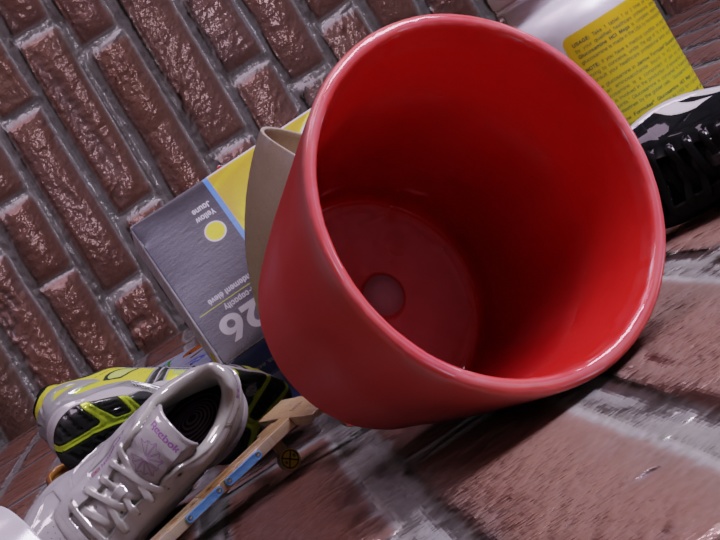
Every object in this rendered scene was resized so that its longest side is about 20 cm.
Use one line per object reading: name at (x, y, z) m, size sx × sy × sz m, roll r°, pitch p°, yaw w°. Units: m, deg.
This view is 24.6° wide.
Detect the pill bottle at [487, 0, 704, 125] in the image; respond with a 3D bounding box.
pill bottle at (0.168, -0.133, 1.144) m, size 0.112 × 0.201 × 0.112 m, roll -31°, pitch 5°, yaw 3°

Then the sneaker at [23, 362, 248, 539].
sneaker at (-0.150, 0.130, 1.043) m, size 0.200 × 0.075 × 0.100 m, roll -48°, pitch -7°, yaw -18°

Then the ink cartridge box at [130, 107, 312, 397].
ink cartridge box at (-0.045, -0.006, 1.263) m, size 0.197 × 0.201 × 0.047 m, roll -33°, pitch -25°, yaw -11°

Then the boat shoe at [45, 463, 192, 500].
boat shoe at (-0.188, 0.164, 1.218) m, size 0.072 × 0.068 × 0.200 m, roll -34°, pitch 5°, yaw -30°

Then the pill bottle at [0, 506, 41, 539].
pill bottle at (-0.250, 0.212, 0.864) m, size 0.199 × 0.112 × 0.111 m, roll -35°, pitch 6°, yaw -35°

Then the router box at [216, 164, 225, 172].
router box at (-0.023, -0.034, 1.409) m, size 0.177 × 0.049 × 0.200 m, roll 11°, pitch -5°, yaw 7°

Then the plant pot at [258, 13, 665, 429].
plant pot at (0.036, -0.007, 0.880) m, size 0.200 × 0.201 × 0.177 m, roll -34°, pitch -5°, yaw -28°

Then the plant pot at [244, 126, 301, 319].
plant pot at (0.000, 0.000, 1.154) m, size 0.200 × 0.198 × 0.136 m, roll -59°, pitch -10°, yaw -80°

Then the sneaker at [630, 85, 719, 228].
sneaker at (0.222, -0.078, 0.999) m, size 0.199 × 0.074 × 0.112 m, roll -29°, pitch 4°, yaw 17°

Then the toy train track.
toy train track at (-0.061, 0.125, 1.039) m, size 0.200 × 0.033 × 0.115 m, roll -42°, pitch 8°, yaw -20°

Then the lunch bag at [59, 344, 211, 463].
lunch bag at (-0.165, 0.126, 1.450) m, size 0.199 × 0.076 × 0.160 m, roll -30°, pitch 7°, yaw 36°

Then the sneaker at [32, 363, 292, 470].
sneaker at (-0.135, 0.092, 1.157) m, size 0.198 × 0.076 × 0.076 m, roll 2°, pitch 19°, yaw -39°
